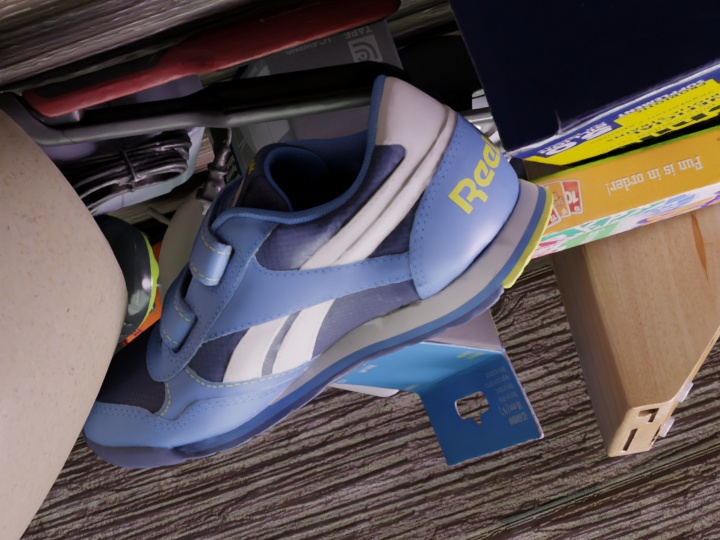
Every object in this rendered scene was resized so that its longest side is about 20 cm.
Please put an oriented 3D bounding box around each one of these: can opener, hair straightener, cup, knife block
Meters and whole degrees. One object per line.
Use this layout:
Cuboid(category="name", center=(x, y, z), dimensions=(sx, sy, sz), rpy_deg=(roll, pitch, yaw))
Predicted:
Cuboid(category="can opener", center=(0.107, -0.096, 0.948), dimensions=(0.200, 0.067, 0.053), rpy_deg=(-12, 175, -7))
Cuboid(category="hair straightener", center=(-0.072, -0.051, 0.772), dimensions=(0.200, 0.077, 0.041), rpy_deg=(-20, -152, -14))
Cuboid(category="cup", center=(-0.166, 0.018, 0.669), dimensions=(0.143, 0.200, 0.200), rpy_deg=(-39, -179, -20))
Cuboid(category="knife block", center=(0.103, -0.043, 0.867), dimensions=(0.200, 0.175, 0.064), rpy_deg=(-55, 167, -21))

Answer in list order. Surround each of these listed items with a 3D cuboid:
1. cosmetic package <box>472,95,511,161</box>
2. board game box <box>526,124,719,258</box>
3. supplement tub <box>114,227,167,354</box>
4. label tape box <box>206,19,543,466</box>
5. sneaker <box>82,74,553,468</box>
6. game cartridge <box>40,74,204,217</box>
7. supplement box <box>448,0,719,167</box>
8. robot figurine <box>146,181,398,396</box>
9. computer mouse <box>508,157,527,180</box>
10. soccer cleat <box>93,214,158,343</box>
Cuboid(category="cosmetic package", center=(0.079, -0.092, 1.079), dimensions=(0.151, 0.052, 0.200), rpy_deg=(-23, 174, 2))
Cuboid(category="board game box", center=(0.117, -0.034, 0.768), dimensions=(0.200, 0.030, 0.096), rpy_deg=(-19, 176, -15))
Cuboid(category="supplement tub", center=(-0.117, 0.040, 1.272), dimensions=(0.122, 0.123, 0.200), rpy_deg=(-19, 175, -14))
Cuboid(category="label tape box", center=(0.000, 0.000, 0.895), dimensions=(0.063, 0.200, 0.144), rpy_deg=(-18, 174, -17))
Cuboid(category="sneaker", center=(-0.032, 0.000, 0.683), dimensions=(0.200, 0.082, 0.074), rpy_deg=(-32, -155, 25))
Cuboid(category="game cartridge", center=(-0.163, -0.035, 0.839), dimensions=(0.200, 0.041, 0.133), rpy_deg=(-20, 171, -10))
Cuboid(category="supplement box", center=(0.107, -0.106, 0.722), dimensions=(0.109, 0.110, 0.200), rpy_deg=(-22, 175, 17))
Cuboid(category="robot figurine", center=(-0.030, 0.006, 1.113), dimensions=(0.200, 0.113, 0.170), rpy_deg=(11, -151, -6))
Cuboid(category="computer mouse", center=(0.159, -0.091, 1.024), dimensions=(0.200, 0.034, 0.059), rpy_deg=(-30, -178, 5))
Cuboid(category="soccer cleat", center=(-0.174, 0.011, 0.953), dimensions=(0.081, 0.068, 0.200), rpy_deg=(-8, -179, -41))
